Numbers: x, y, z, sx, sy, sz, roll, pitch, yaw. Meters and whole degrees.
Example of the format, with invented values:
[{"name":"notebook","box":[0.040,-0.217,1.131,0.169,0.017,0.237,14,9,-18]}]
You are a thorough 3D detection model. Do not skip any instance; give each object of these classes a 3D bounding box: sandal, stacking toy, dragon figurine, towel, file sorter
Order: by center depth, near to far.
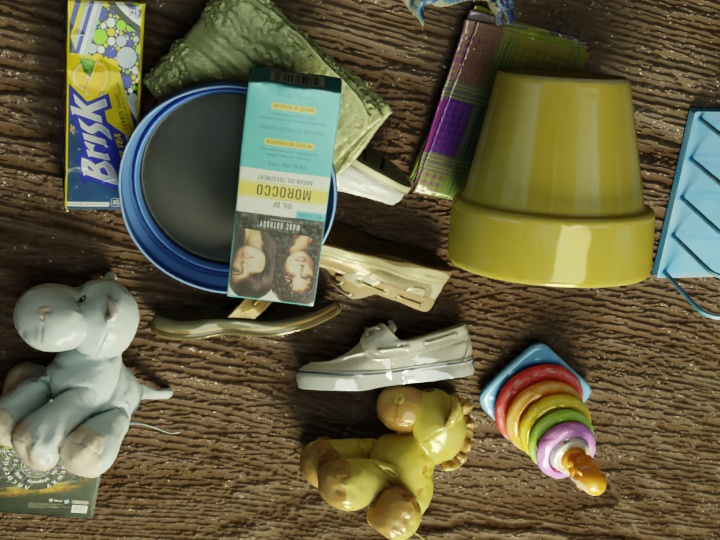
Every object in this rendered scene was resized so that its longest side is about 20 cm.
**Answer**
[{"name":"towel","box":[-0.086,-0.157,1.171,0.200,0.037,0.148,39,107,-16]},{"name":"dragon figurine","box":[0.069,-0.299,1.187,0.099,0.059,0.200,-36,121,5]},{"name":"towel","box":[0.141,-0.161,1.303,0.143,0.023,0.201,9,115,-21]},{"name":"sandal","box":[-0.117,0.038,1.314,0.198,0.080,0.054,-2,97,-10]},{"name":"file sorter","box":[0.424,-0.061,1.378,0.138,0.123,0.201,-2,117,-16]},{"name":"stacking toy","box":[0.221,0.185,1.406,0.110,0.200,0.116,-44,121,10]}]

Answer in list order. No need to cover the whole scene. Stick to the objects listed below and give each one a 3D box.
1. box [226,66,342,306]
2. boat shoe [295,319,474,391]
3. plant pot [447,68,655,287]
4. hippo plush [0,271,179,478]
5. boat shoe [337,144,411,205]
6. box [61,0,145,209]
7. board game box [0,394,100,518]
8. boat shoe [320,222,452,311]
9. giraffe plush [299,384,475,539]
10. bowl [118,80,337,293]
[{"name":"box","box":[-0.068,-0.072,1.119,0.082,0.049,0.201,6,114,-3]},{"name":"boat shoe","box":[0.026,0.089,1.386,0.199,0.071,0.070,-6,92,-9]},{"name":"plant pot","box":[0.190,-0.096,1.239,0.199,0.201,0.190,0,102,-16]},{"name":"hippo plush","box":[-0.267,0.095,1.244,0.199,0.160,0.162,3,117,-17]},{"name":"boat shoe","box":[-0.048,-0.107,1.253,0.199,0.075,0.069,25,110,-15]},{"name":"box","box":[-0.239,-0.159,1.172,0.070,0.064,0.201,0,117,-15]},{"name":"board game box","box":[-0.371,0.194,1.342,0.199,0.028,0.136,8,114,-19]},{"name":"boat shoe","box":[0.000,0.000,1.320,0.199,0.071,0.065,15,112,-24]},{"name":"giraffe plush","box":[0.052,0.197,1.402,0.199,0.172,0.163,30,91,-26]},{"name":"bowl","box":[-0.120,-0.077,1.165,0.199,0.039,0.202,0,114,0]}]
